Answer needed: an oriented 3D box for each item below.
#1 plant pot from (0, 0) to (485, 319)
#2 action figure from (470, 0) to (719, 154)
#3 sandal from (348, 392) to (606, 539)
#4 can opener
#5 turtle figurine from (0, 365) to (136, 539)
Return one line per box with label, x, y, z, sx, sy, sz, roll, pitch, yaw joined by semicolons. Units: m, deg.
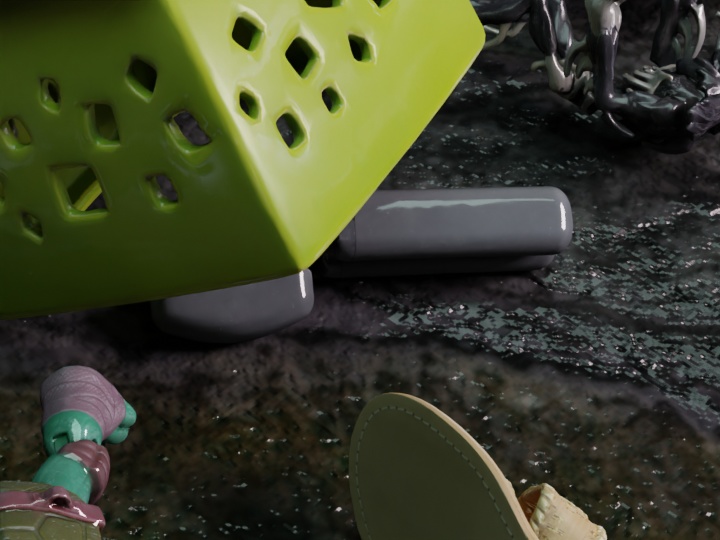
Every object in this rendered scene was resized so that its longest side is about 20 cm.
plant pot;-0.093;-0.112;1.082;0.198;0.182;0.200;-8;31;35
action figure;0.127;-0.118;1.245;0.199;0.103;0.119;16;15;13
sandal;0.076;0.130;0.999;0.069;0.078;0.212;6;30;-43
can opener;0.000;0.000;1.145;0.199;0.053;0.067;-2;75;-14
turtle figurine;-0.124;0.122;0.943;0.149;0.101;0.200;-1;37;-12
